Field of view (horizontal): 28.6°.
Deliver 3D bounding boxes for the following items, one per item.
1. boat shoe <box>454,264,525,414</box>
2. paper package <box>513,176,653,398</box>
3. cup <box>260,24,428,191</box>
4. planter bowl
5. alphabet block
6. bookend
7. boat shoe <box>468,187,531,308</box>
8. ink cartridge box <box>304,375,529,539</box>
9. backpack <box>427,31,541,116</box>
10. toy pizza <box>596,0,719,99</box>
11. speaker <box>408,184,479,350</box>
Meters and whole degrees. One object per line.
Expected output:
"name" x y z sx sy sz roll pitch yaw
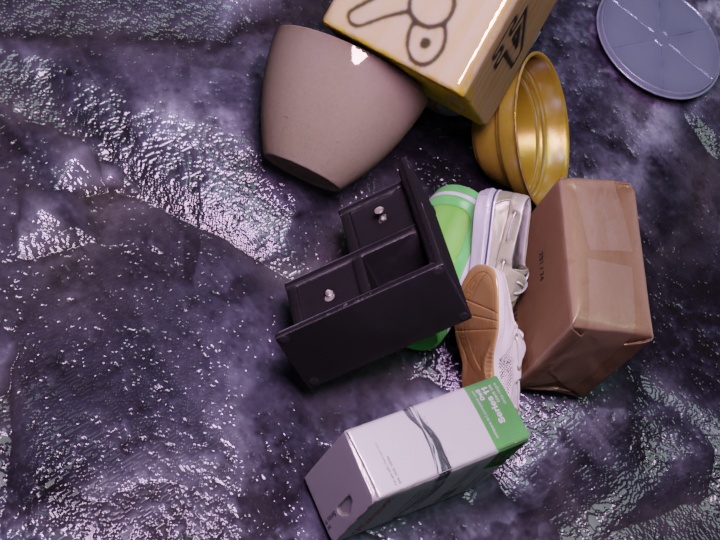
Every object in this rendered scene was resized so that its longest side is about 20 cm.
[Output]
"boat shoe" 0.156 0.087 1.623 0.069 0.071 0.200 -11 108 -37
"paper package" 0.249 0.023 1.660 0.103 0.191 0.200 8 60 -16
"cup" -0.039 -0.178 1.667 0.200 0.200 0.143 26 83 -8
"planter bowl" 0.194 -0.172 1.784 0.200 0.083 0.201 8 81 -62
"alphabet block" 0.101 -0.310 1.632 0.195 0.196 0.200 31 93 16
"bookend" 0.000 0.000 1.587 0.198 0.092 0.200 -24 40 9
"boat shoe" 0.165 0.004 1.657 0.072 0.062 0.200 -18 110 -61
"ink cartridge box" 0.058 0.202 1.510 0.200 0.147 0.083 -17 69 -30
"backpack" 0.128 -0.308 1.817 0.176 0.153 0.200 41 64 -2
"toy pizza" 0.423 -0.324 2.018 0.200 0.032 0.200 10 59 -17
"speaker" 0.091 -0.005 1.673 0.088 0.088 0.200 29 56 -6
